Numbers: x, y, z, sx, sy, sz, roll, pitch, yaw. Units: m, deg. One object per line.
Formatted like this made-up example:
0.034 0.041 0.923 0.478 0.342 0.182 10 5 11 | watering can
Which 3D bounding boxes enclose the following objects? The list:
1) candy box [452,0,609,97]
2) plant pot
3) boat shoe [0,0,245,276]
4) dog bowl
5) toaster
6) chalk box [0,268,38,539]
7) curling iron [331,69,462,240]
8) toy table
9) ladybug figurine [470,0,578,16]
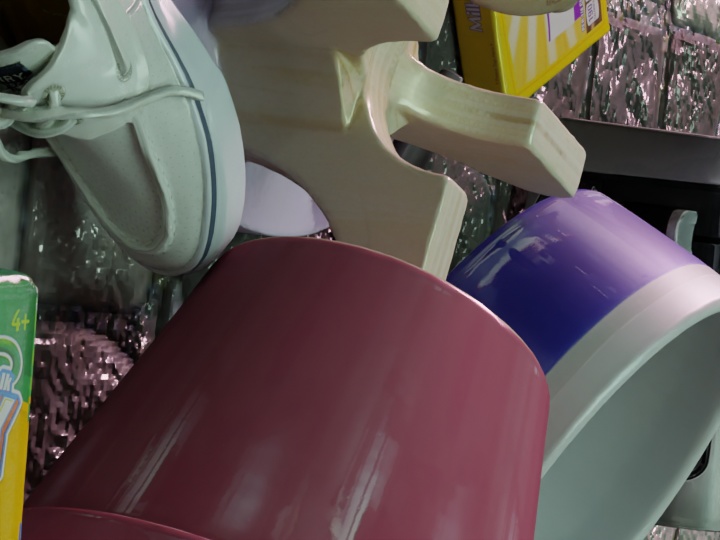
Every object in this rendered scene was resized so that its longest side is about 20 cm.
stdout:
0.067 -0.179 1.040 0.102 0.026 0.202 -38 127 -45 | candy box
-0.024 0.097 0.780 0.200 0.199 0.180 58 47 -46 | plant pot
-0.099 -0.071 0.741 0.086 0.074 0.203 -50 134 -43 | boat shoe
0.067 0.070 0.959 0.200 0.079 0.201 -42 157 -23 | dog bowl
0.156 0.033 1.142 0.200 0.118 0.183 11 87 -59 | toaster
-0.166 0.049 0.606 0.124 0.123 0.202 -3 99 -59 | chalk box
0.000 0.000 0.948 0.026 0.049 0.201 42 57 -22 | curling iron
-0.005 -0.076 0.856 0.200 0.116 0.186 19 80 -59 | toy table
0.049 -0.194 0.939 0.135 0.072 0.201 -26 118 -20 | ladybug figurine
